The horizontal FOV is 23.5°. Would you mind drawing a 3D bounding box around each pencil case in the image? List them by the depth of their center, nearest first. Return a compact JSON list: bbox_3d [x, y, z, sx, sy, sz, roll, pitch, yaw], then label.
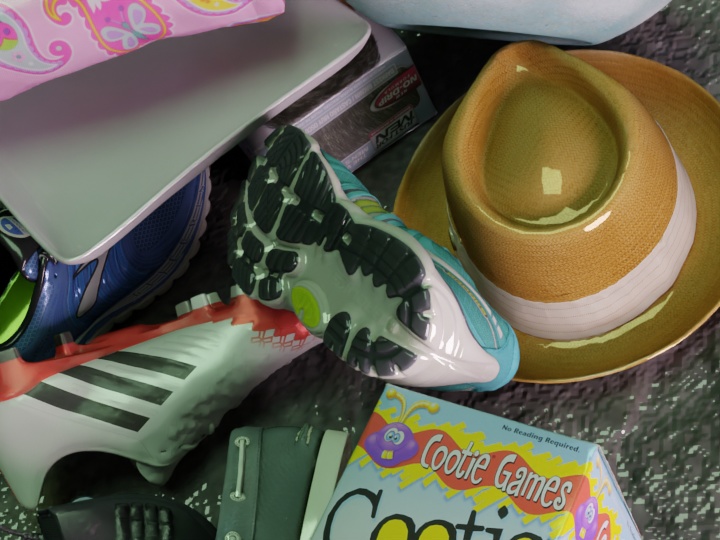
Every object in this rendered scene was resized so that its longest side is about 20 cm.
[{"bbox_3d":[-0.136,-0.142,0.865,0.198,0.088,0.088,-16,52,3],"label":"pencil case"}]

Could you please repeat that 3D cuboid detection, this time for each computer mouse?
[{"bbox_3d":[-0.156,0.109,0.796,0.198,0.059,0.034,14,75,-12],"label":"computer mouse"}]

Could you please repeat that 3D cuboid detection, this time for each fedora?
[{"bbox_3d":[0.094,-0.046,0.831,0.198,0.082,0.202,-11,53,15],"label":"fedora"}]

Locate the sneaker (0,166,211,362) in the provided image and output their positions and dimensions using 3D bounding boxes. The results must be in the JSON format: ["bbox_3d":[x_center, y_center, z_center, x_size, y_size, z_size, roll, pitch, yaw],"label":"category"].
[{"bbox_3d":[-0.152,-0.009,0.906,0.078,0.089,0.201,22,68,32],"label":"sneaker"}]

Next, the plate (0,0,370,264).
[{"bbox_3d":[-0.121,-0.102,0.906,0.200,0.032,0.199,-39,50,-16],"label":"plate"}]

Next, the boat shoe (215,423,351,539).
[{"bbox_3d":[-0.056,0.153,0.757,0.061,0.073,0.201,13,53,8],"label":"boat shoe"}]

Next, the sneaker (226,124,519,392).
[{"bbox_3d":[0.000,0.000,0.801,0.078,0.079,0.200,-59,41,14],"label":"sneaker"}]

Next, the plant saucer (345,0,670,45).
[{"bbox_3d":[0.065,-0.137,0.866,0.199,0.200,0.039,8,95,27],"label":"plant saucer"}]

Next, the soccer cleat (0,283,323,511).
[{"bbox_3d":[-0.088,0.059,0.853,0.198,0.069,0.086,-15,90,-8],"label":"soccer cleat"}]

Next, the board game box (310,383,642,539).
[{"bbox_3d":[0.026,0.166,0.699,0.104,0.103,0.201,13,63,29],"label":"board game box"}]

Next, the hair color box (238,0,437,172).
[{"bbox_3d":[-0.053,-0.133,0.970,0.099,0.061,0.200,-35,52,-4],"label":"hair color box"}]
